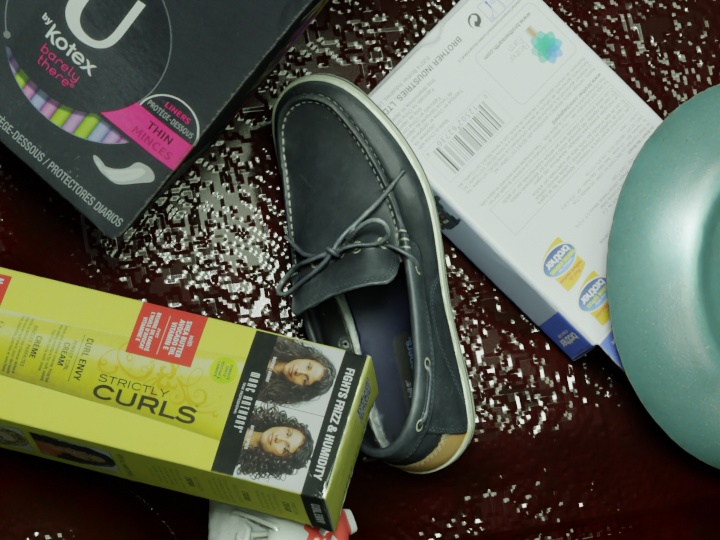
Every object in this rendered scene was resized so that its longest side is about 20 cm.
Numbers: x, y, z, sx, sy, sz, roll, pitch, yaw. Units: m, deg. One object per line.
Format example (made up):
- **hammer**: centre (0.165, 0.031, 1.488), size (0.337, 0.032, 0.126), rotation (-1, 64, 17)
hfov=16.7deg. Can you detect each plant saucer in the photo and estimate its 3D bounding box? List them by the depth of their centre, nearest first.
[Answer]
- **plant saucer**: centre (0.212, 0.003, 1.211), size (0.199, 0.036, 0.201), rotation (1, 88, -30)

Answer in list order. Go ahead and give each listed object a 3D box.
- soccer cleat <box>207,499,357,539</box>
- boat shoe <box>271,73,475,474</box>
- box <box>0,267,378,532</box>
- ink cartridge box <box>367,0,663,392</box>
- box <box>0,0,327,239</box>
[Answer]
- **soccer cleat**: centre (-0.044, 0.162, 1.099), size (0.085, 0.068, 0.201), rotation (2, 76, -49)
- **boat shoe**: centre (0.000, 0.000, 1.161), size (0.062, 0.074, 0.201), rotation (-1, 73, -60)
- **box**: centre (-0.097, 0.055, 1.098), size (0.199, 0.050, 0.075), rotation (14, 68, 12)
- **ink cartridge box**: centre (0.100, -0.044, 1.225), size (0.200, 0.042, 0.119), rotation (44, 67, 2)
- **box**: centre (-0.083, -0.134, 1.104), size (0.122, 0.200, 0.106), rotation (40, 29, -2)
